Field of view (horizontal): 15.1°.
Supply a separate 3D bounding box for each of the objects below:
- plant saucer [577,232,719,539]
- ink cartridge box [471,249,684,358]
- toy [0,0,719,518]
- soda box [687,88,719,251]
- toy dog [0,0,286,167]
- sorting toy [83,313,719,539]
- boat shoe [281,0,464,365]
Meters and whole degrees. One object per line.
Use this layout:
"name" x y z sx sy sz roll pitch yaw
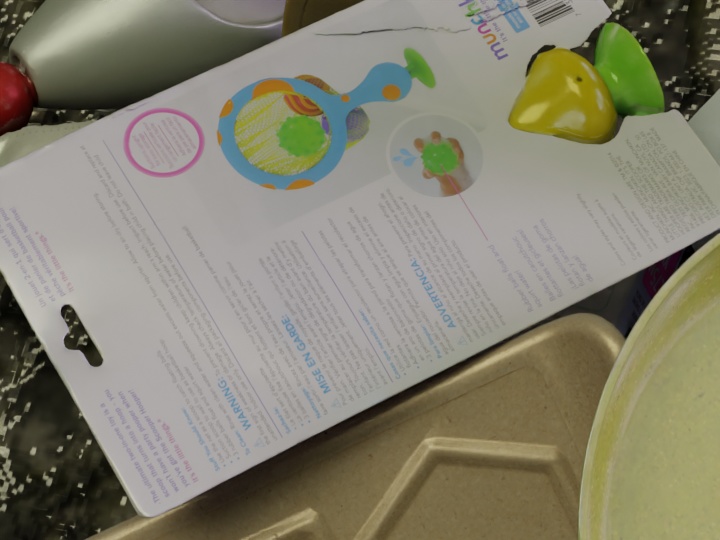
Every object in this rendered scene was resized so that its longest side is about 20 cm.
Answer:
"plant saucer" 0.144 0.077 0.757 0.200 0.031 0.200 4 81 -22
"ink cartridge box" 0.019 0.043 0.870 0.119 0.042 0.200 15 69 25
"toy" -0.001 -0.013 0.798 0.200 0.047 0.115 -27 68 -13
"soda box" 0.176 -0.063 0.791 0.200 0.064 0.068 -49 50 40
"toy dog" -0.077 -0.055 0.924 0.200 0.132 0.096 -41 97 1
"sorting toy" 0.021 0.132 0.789 0.200 0.036 0.185 -25 93 9
"boat shoe" -0.003 -0.001 0.852 0.073 0.063 0.201 0 71 2
